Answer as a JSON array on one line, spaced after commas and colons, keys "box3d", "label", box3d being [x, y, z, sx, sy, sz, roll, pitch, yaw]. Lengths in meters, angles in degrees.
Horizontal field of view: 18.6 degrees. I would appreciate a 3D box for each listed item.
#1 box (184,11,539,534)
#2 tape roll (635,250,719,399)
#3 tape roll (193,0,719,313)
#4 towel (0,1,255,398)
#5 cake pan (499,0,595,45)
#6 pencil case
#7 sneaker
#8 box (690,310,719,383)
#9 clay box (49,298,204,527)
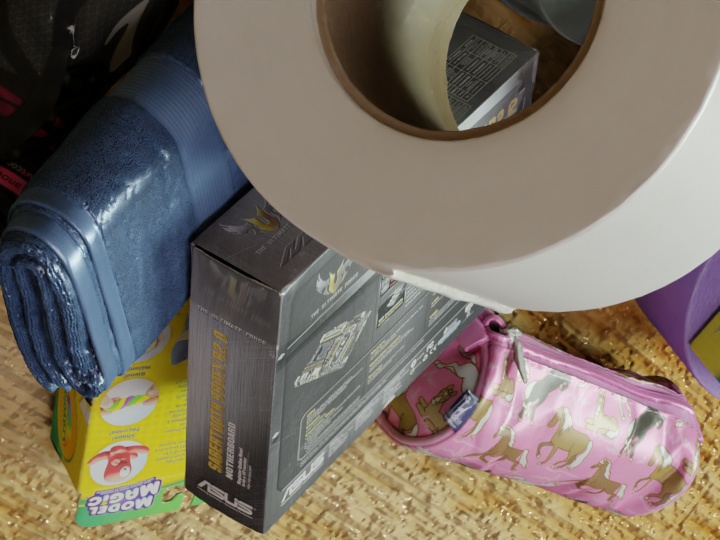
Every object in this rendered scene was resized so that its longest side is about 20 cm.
[{"box3d": [0.000, 0.000, 0.990, 0.200, 0.048, 0.159, -44, 152, -37], "label": "box"}, {"box3d": [0.245, -0.021, 1.185, 0.200, 0.066, 0.200, -18, 136, -18], "label": "tape roll"}, {"box3d": [0.056, -0.090, 0.820, 0.203, 0.203, 0.139, -44, 161, 11], "label": "tape roll"}, {"box3d": [-0.075, -0.049, 0.901, 0.200, 0.048, 0.112, -51, 155, -29], "label": "towel"}, {"box3d": [0.147, -0.173, 0.981, 0.200, 0.037, 0.200, -20, 146, -15], "label": "cake pan"}, {"box3d": [0.096, 0.075, 1.171, 0.200, 0.086, 0.083, 22, 83, -43], "label": "pencil case"}, {"box3d": [-0.137, -0.058, 0.899, 0.200, 0.084, 0.077, -47, 137, 14], "label": "sneaker"}, {"box3d": [0.276, -0.007, 1.136, 0.117, 0.048, 0.200, 19, 115, -42], "label": "box"}, {"box3d": [-0.080, 0.030, 1.042, 0.115, 0.048, 0.200, -8, 132, -28], "label": "clay box"}]
